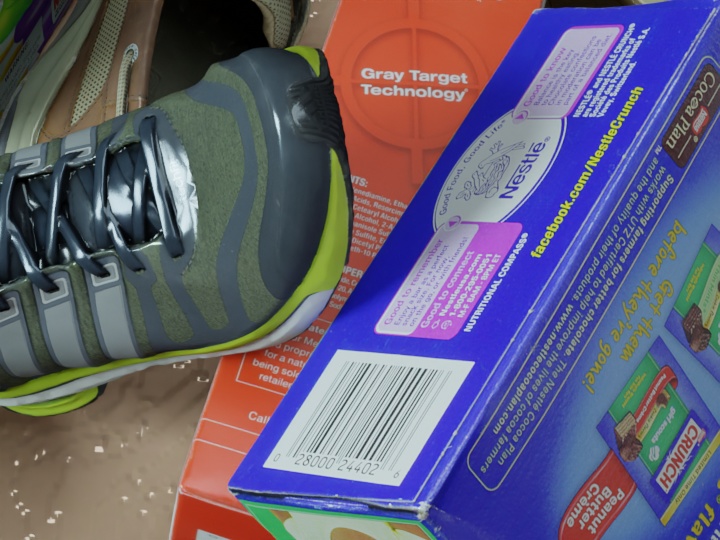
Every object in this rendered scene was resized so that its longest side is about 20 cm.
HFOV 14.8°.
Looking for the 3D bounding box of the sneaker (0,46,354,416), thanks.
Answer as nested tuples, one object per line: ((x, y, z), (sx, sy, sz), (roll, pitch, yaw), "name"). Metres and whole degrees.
((-0.075, -0.005, 0.733), (0.081, 0.200, 0.074), (2, 69, -40), "sneaker")

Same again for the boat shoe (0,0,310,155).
((-0.044, -0.087, 0.857), (0.076, 0.072, 0.200), (33, 66, -39), "boat shoe")

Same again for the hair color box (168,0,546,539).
((0.000, 0.000, 0.818), (0.061, 0.102, 0.200), (17, 66, 0), "hair color box")

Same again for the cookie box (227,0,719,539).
((0.084, 0.055, 0.755), (0.200, 0.075, 0.171), (50, 61, -32), "cookie box")

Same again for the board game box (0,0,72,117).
((-0.149, -0.113, 0.799), (0.105, 0.200, 0.103), (25, 65, 6), "board game box")

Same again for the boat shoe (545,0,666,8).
((0.136, -0.049, 0.877), (0.200, 0.071, 0.065), (40, 61, 3), "boat shoe")
